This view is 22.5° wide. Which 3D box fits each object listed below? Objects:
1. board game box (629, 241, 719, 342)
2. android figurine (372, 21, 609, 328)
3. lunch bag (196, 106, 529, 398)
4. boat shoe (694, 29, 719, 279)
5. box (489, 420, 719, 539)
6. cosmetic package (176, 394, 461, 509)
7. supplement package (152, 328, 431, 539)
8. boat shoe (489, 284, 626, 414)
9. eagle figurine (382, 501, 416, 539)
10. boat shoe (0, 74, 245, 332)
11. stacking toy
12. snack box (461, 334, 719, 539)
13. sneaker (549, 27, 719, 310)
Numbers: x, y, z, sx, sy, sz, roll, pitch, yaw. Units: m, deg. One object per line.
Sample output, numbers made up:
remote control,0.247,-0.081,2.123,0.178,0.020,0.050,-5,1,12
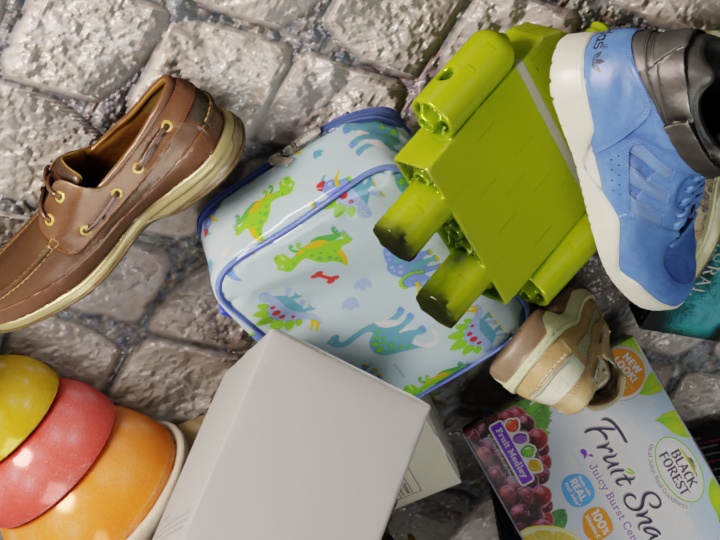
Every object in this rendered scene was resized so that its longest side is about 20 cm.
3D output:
board game box,0.292,-0.029,1.259,0.135,0.028,0.200,10,129,-24
android figurine,0.095,-0.065,1.095,0.200,0.041,0.182,-46,130,-18
lunch bag,0.000,0.000,1.160,0.161,0.083,0.200,-33,133,14
boat shoe,0.205,-0.067,1.174,0.063,0.073,0.200,7,119,-15
box,0.213,0.216,1.407,0.199,0.115,0.132,-13,136,-1
cosmetic package,-0.041,0.134,1.282,0.200,0.071,0.105,-22,135,4
supplement package,-0.056,0.158,1.122,0.117,0.200,0.117,26,156,-9
boat shoe,0.139,0.063,1.193,0.076,0.200,0.072,38,107,8
eagle figurine,0.038,0.251,1.287,0.152,0.151,0.200,-3,127,50
boat shoe,-0.163,-0.043,1.083,0.200,0.072,0.068,-38,126,11
stacking toy,-0.221,0.103,1.181,0.146,0.146,0.200,-33,117,15
snack box,0.182,0.166,1.296,0.142,0.200,0.053,-30,178,0
sneaker,0.193,-0.057,1.072,0.111,0.077,0.200,-1,127,32
